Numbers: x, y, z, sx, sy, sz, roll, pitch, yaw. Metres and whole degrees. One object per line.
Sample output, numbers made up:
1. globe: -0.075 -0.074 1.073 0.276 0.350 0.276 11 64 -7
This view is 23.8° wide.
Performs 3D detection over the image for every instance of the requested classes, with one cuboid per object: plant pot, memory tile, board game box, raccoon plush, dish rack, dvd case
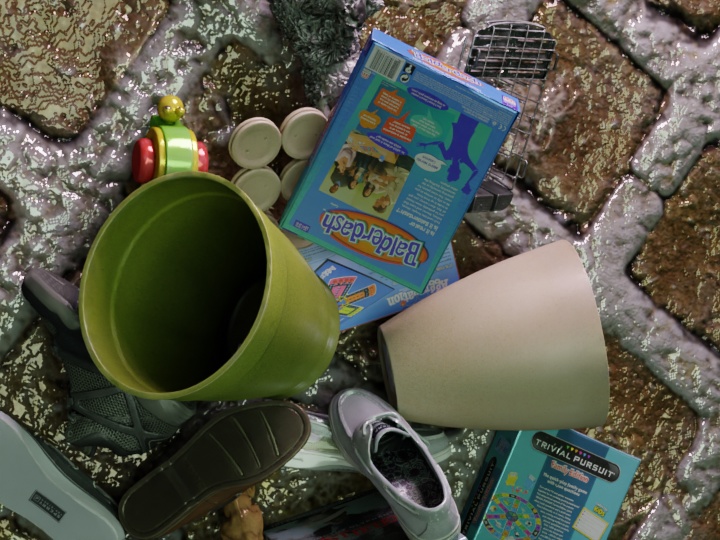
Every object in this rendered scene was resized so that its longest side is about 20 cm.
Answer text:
1. plant pot: 0.122 0.081 1.680 0.198 0.187 0.189 -11 101 -5
2. memory tile: -0.032 -0.092 1.617 0.199 0.017 0.154 -14 128 -21
3. plant pot: -0.117 0.037 1.541 0.193 0.199 0.202 30 84 -57
4. board game box: 0.186 0.259 1.780 0.150 0.047 0.201 25 87 -22
5. raccoon plush: -0.067 -0.226 1.624 0.199 0.097 0.135 28 109 12
6. dish rack: 0.114 -0.147 1.643 0.153 0.054 0.202 -7 118 -50
7. dvd case: -0.001 0.258 1.625 0.145 0.200 0.022 -17 102 -18
8. board game box: 0.000 0.000 1.692 0.199 0.019 0.104 -17 101 -19
9. board game box: 0.034 -0.098 1.566 0.151 0.045 0.201 25 110 -8

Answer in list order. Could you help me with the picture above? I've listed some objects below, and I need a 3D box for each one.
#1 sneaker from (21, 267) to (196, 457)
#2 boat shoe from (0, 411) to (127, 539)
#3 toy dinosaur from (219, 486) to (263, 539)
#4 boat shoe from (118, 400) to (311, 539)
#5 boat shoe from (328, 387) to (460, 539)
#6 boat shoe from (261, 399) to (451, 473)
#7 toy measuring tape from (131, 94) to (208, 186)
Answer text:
1. sneaker: -0.257 0.095 1.570 0.114 0.076 0.199 -44 96 9
2. boat shoe: -0.296 0.193 1.577 0.200 0.057 0.069 44 106 -5
3. toy dinosaur: -0.110 0.248 1.620 0.060 0.107 0.201 -11 57 -16
4. boat shoe: -0.133 0.181 1.586 0.199 0.068 0.072 -28 78 5
5. boat shoe: 0.031 0.167 1.582 0.070 0.201 0.072 -25 139 -16
6. boat shoe: -0.005 0.162 1.682 0.200 0.074 0.065 4 95 -13
7. toy measuring tape: -0.179 -0.062 1.587 0.073 0.073 0.202 1 95 -21
